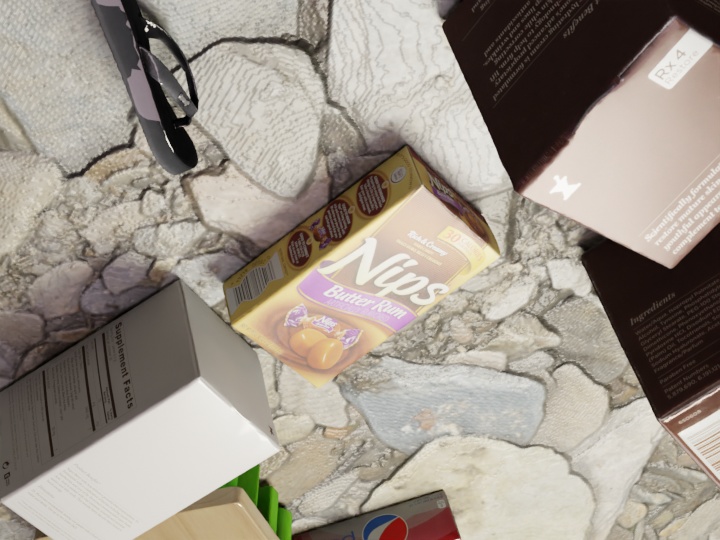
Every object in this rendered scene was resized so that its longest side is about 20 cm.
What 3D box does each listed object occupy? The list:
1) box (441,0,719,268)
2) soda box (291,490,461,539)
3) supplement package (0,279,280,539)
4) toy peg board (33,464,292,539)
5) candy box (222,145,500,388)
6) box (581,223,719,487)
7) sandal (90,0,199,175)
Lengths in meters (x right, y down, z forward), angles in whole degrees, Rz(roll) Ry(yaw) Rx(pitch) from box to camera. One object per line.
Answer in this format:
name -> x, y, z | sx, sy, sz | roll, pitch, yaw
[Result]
box -> 0.188, -0.145, 1.213 | 0.164, 0.200, 0.166 | 23, 123, -34
soda box -> 0.000, 0.284, 1.657 | 0.199, 0.064, 0.070 | -17, 135, -2
supplement package -> -0.187, 0.126, 1.406 | 0.200, 0.120, 0.121 | -31, 132, 12
toy peg board -> -0.160, 0.242, 1.562 | 0.198, 0.098, 0.200 | -12, 136, 16
candy box -> 0.000, 0.000, 1.393 | 0.200, 0.057, 0.117 | -38, 131, 16
box -> 0.317, 0.051, 1.429 | 0.164, 0.200, 0.166 | -34, 133, 15
sandal -> -0.145, -0.145, 1.193 | 0.043, 0.076, 0.201 | -17, 135, 1
